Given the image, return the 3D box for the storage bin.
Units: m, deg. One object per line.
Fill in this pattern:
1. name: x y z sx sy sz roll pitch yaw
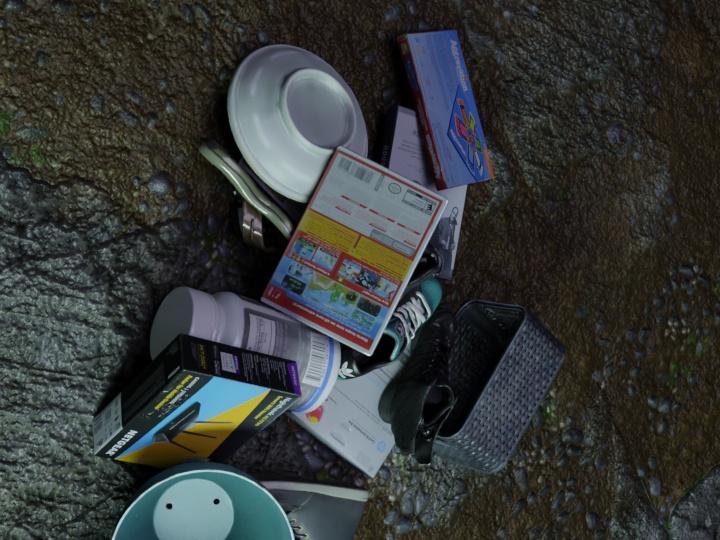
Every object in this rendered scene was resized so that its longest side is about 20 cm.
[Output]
1. storage bin: 0.158 0.148 1.618 0.094 0.135 0.200 41 72 -29

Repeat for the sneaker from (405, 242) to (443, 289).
1. sneaker: 0.000 0.000 1.478 0.199 0.112 0.073 -16 92 -6

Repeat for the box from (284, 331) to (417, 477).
1. box: 0.010 0.136 1.575 0.156 0.041 0.200 42 70 -28

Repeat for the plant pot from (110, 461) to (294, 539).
1. plant pot: -0.180 0.297 1.389 0.199 0.135 0.201 -2 100 -11

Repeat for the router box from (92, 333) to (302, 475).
1. router box: -0.181 0.151 1.361 0.149 0.200 0.051 16 48 -34

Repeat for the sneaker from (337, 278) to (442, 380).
1. sneaker: 0.040 0.072 1.517 0.200 0.080 0.071 -39 113 -27

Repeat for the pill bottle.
1. pill bottle: -0.132 0.089 1.432 0.200 0.114 0.114 20 83 -33

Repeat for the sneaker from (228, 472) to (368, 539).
1. sneaker: -0.078 0.306 1.508 0.200 0.075 0.107 14 83 -35

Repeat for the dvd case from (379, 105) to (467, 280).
1. dvd case: 0.078 -0.096 1.598 0.150 0.025 0.201 12 86 -44

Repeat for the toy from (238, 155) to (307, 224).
1. toy: -0.044 -0.107 1.514 0.200 0.047 0.115 45 70 -28

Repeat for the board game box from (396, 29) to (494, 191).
1. board game box: 0.110 -0.207 1.592 0.103 0.019 0.201 -15 91 -44

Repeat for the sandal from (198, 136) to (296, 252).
1. sandal: -0.130 -0.068 1.452 0.057 0.080 0.201 -42 110 -5

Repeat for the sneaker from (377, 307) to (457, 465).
1. sneaker: 0.089 0.139 1.542 0.060 0.104 0.200 39 72 -29

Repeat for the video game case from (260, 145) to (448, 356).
1. video game case: -0.007 -0.023 1.418 0.143 0.017 0.200 27 87 4

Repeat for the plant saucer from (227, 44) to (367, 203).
1. plant saucer: -0.060 -0.179 1.457 0.200 0.050 0.201 16 63 -35
